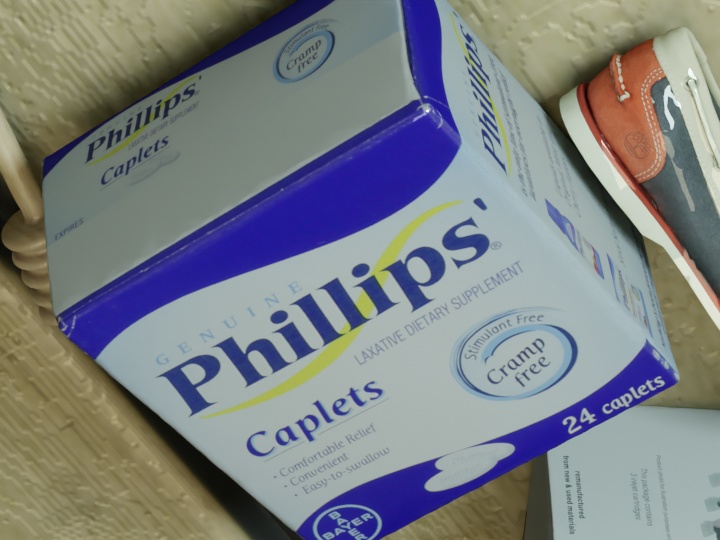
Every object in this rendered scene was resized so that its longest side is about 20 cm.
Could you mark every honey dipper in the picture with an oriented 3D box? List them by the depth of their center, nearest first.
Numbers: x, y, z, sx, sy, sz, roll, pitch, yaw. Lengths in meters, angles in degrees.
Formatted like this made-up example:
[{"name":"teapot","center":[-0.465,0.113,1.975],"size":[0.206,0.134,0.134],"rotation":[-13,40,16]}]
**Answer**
[{"name":"honey dipper","center":[-0.157,-0.065,1.083],"size":[0.038,0.038,0.201],"rotation":[-16,122,12]}]

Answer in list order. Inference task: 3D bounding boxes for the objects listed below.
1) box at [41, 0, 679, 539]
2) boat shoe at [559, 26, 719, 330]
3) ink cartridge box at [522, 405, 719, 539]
[{"name":"box","center":[0.000,0.000,1.063],"size":[0.183,0.105,0.200],"rotation":[-30,131,20]},{"name":"boat shoe","center":[0.165,-0.017,1.092],"size":[0.062,0.071,0.200],"rotation":[-33,114,19]},{"name":"ink cartridge box","center":[0.175,0.161,1.168],"size":[0.199,0.145,0.146],"rotation":[4,125,-1]}]
